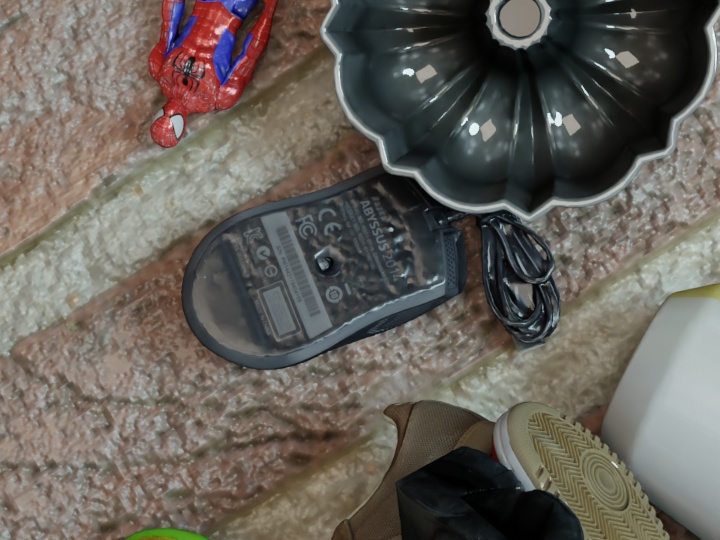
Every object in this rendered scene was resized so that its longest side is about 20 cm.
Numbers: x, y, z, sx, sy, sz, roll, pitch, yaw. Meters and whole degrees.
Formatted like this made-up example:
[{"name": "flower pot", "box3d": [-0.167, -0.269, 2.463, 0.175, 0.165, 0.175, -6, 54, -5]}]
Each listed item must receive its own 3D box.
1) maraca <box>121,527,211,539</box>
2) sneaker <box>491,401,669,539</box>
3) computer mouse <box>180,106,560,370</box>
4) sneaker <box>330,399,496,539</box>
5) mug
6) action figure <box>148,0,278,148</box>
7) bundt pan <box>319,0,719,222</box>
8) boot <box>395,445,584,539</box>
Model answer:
[{"name": "maraca", "box3d": [-0.104, 0.234, 0.812, 0.137, 0.107, 0.201, -5, 78, 35]}, {"name": "sneaker", "box3d": [0.103, 0.162, 0.756, 0.112, 0.071, 0.200, -35, 95, 39]}, {"name": "computer mouse", "box3d": [0.000, 0.000, 0.862, 0.199, 0.053, 0.139, -16, 81, -9]}, {"name": "sneaker", "box3d": [0.017, 0.163, 0.790, 0.075, 0.070, 0.201, 21, 89, 38]}, {"name": "mug", "box3d": [0.215, 0.076, 0.806, 0.153, 0.186, 0.150, 27, 120, 16]}, {"name": "action figure", "box3d": [-0.073, -0.162, 0.885, 0.065, 0.052, 0.201, 22, 89, 3]}, {"name": "bundt pan", "box3d": [0.083, -0.129, 0.809, 0.201, 0.076, 0.203, 1, 97, 9]}, {"name": "boot", "box3d": [0.088, 0.194, 0.697, 0.164, 0.066, 0.201, 18, 119, 34]}]
